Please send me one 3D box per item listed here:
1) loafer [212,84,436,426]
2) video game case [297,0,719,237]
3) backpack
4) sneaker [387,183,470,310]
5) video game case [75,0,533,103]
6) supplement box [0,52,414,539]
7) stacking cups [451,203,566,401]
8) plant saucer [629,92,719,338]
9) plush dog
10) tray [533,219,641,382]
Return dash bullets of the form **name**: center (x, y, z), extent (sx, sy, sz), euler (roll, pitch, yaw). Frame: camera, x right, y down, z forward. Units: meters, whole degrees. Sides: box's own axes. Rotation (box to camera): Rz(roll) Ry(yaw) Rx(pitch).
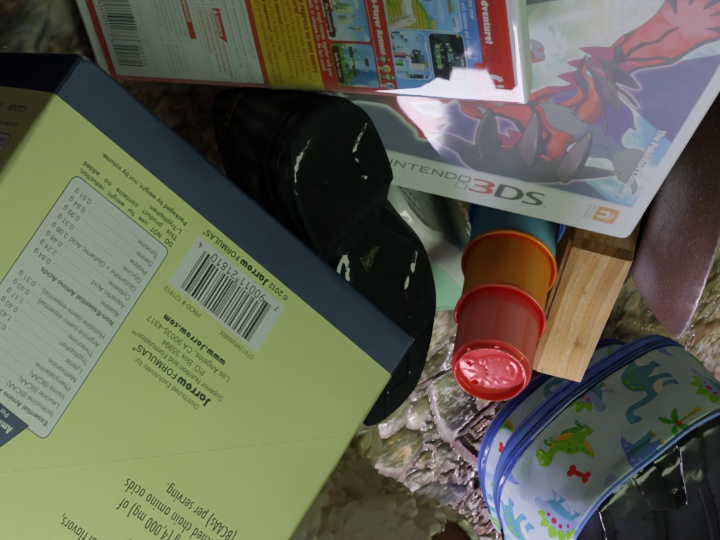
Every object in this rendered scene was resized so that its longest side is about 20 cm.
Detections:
- **loafer**: center (-0.016, -0.010, 0.943), extent (0.073, 0.072, 0.201), euler (-40, 136, -27)
- **video game case**: center (0.070, -0.095, 0.886), extent (0.180, 0.023, 0.201), euler (12, 144, -9)
- **backpack**: center (0.165, 0.136, 1.291), extent (0.182, 0.147, 0.201), euler (-35, 147, -14)
- **sneaker**: center (0.000, 0.000, 1.072), extent (0.118, 0.074, 0.200), euler (-30, 160, 13)
- **video game case**: center (-0.031, -0.130, 0.824), extent (0.144, 0.198, 0.018), euler (78, 22, -49)
- **supplement box**: center (-0.125, 0.049, 0.820), extent (0.200, 0.134, 0.201), euler (40, 75, -28)
- **stacking cups**: center (0.084, -0.017, 1.028), extent (0.060, 0.201, 0.061), euler (5, 132, 5)
- **plant saucer**: center (0.173, -0.066, 1.030), extent (0.200, 0.036, 0.202), euler (13, 90, -86)
- **plush dog**: center (-0.011, 0.158, 1.113), extent (0.160, 0.201, 0.172), euler (-29, 144, 3)
- **tray**: center (0.130, -0.017, 1.106), extent (0.200, 0.037, 0.100), euler (92, 12, -69)
